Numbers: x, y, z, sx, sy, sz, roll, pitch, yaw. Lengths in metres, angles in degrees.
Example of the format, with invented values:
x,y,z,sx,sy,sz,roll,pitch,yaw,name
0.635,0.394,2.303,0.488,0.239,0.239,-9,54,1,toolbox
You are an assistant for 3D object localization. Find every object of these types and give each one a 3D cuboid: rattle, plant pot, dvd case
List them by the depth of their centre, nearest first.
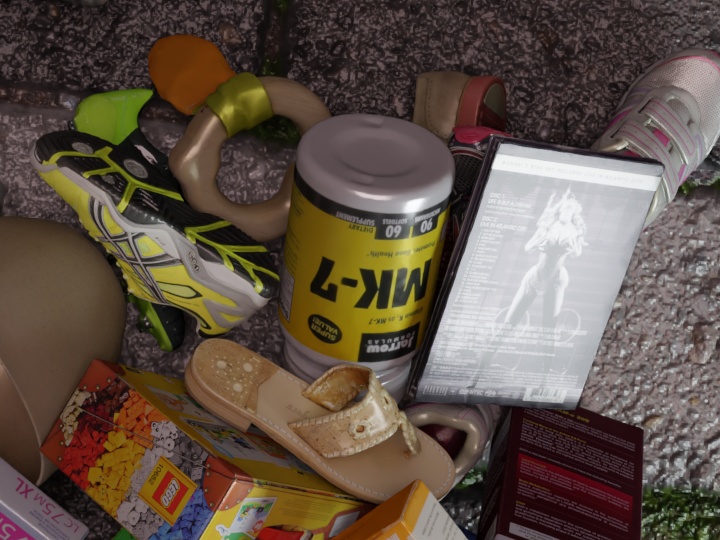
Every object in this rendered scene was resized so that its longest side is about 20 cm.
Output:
x,y,z,sx,sy,sz,roll,pitch,yaw,name
0.125,0.006,1.363,0.147,0.016,0.202,5,114,-31,dvd case
-0.247,0.040,1.378,0.134,0.200,0.201,-38,90,-32,plant pot
-0.072,-0.077,1.454,0.199,0.142,0.131,32,80,-39,rattle

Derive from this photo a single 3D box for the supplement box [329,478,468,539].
x,y,z,sx,sy,sz,roll,pitch,yaw,name
0.046,0.260,1.271,0.126,0.074,0.201,-37,96,19,supplement box

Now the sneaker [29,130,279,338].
x,y,z,sx,sy,sz,roll,pitch,yaw,name
-0.156,-0.022,1.354,0.199,0.076,0.077,37,115,-8,sneaker

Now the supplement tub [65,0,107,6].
x,y,z,sx,sy,sz,roll,pitch,yaw,name
-0.271,-0.274,1.405,0.198,0.123,0.124,13,88,-2,supplement tub

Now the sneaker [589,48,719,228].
x,y,z,sx,sy,sz,roll,pitch,yaw,name
0.214,-0.082,1.432,0.081,0.088,0.201,36,86,-2,sneaker

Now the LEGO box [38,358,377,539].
x,y,z,sx,sy,sz,roll,pitch,yaw,name
-0.102,0.145,1.333,0.149,0.200,0.078,36,97,30,LEGO box

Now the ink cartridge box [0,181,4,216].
x,y,z,sx,sy,sz,roll,pitch,yaw,name
-0.368,-0.059,1.405,0.198,0.099,0.040,5,86,-2,ink cartridge box

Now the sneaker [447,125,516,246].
x,y,z,sx,sy,sz,roll,pitch,yaw,name
0.100,-0.016,1.386,0.075,0.080,0.201,-47,135,-37,sneaker

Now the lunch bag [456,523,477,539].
x,y,z,sx,sy,sz,roll,pitch,yaw,name
0.047,0.291,1.395,0.132,0.136,0.201,37,90,-1,lunch bag

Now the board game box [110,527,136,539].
x,y,z,sx,sy,sz,roll,pitch,yaw,name
-0.111,0.250,1.373,0.102,0.048,0.200,-46,48,-3,board game box

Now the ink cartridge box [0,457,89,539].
x,y,z,sx,sy,sz,roll,pitch,yaw,name
-0.292,0.214,1.376,0.119,0.042,0.200,39,126,-2,ink cartridge box

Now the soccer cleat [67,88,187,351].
x,y,z,sx,sy,sz,roll,pitch,yaw,name
-0.157,-0.041,1.435,0.080,0.067,0.202,-18,89,-16,soccer cleat

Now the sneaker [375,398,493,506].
x,y,z,sx,sy,sz,roll,pitch,yaw,name
0.014,0.153,1.422,0.199,0.088,0.082,-38,90,-3,sneaker

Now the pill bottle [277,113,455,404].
x,y,z,sx,sy,sz,roll,pitch,yaw,name
0.000,0.000,1.372,0.113,0.115,0.202,6,124,-3,pill bottle

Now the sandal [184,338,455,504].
x,y,z,sx,sy,sz,roll,pitch,yaw,name
-0.016,0.095,1.323,0.210,0.070,0.078,25,46,-10,sandal

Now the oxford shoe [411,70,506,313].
x,y,z,sx,sy,sz,roll,pitch,yaw,name
0.056,-0.053,1.454,0.074,0.070,0.202,14,91,27,oxford shoe

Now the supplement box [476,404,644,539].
x,y,z,sx,sy,sz,roll,pitch,yaw,name
0.144,0.173,1.375,0.108,0.201,0.061,21,122,-2,supplement box
